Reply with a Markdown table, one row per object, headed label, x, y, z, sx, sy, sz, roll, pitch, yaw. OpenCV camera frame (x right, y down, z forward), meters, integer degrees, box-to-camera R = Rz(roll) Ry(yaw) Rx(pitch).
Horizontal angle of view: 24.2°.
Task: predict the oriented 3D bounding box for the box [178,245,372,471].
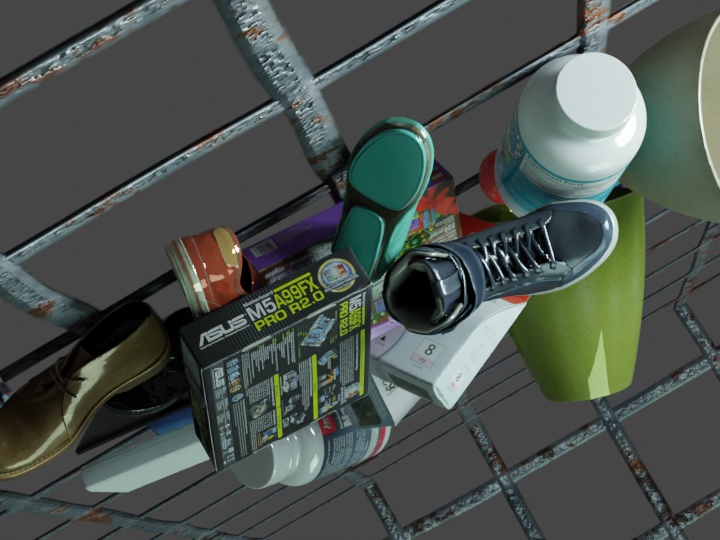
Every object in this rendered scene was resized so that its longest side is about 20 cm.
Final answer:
| label | x | y | z | sx | sy | sz | roll | pitch | yaw |
| --- | --- | --- | --- | --- | --- | --- | --- | --- | --- |
| box | -0.068 | 0.079 | 1.427 | 0.159 | 0.044 | 0.201 | -27 | 153 | -15 |

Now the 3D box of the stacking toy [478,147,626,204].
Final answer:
| label | x | y | z | sx | sy | sz | roll | pitch | yaw |
| --- | --- | --- | --- | --- | --- | --- | --- | --- | --- |
| stacking toy | 0.199 | -0.107 | 1.627 | 0.199 | 0.086 | 0.085 | -14 | 161 | -33 |

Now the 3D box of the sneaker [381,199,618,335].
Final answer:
| label | x | y | z | sx | sy | sz | roll | pitch | yaw |
| --- | --- | --- | --- | --- | --- | --- | --- | --- | --- |
| sneaker | 0.114 | -0.003 | 1.413 | 0.201 | 0.078 | 0.146 | -19 | 180 | 18 |

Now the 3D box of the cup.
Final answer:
| label | x | y | z | sx | sy | sz | roll | pitch | yaw |
| --- | --- | --- | --- | --- | --- | --- | --- | --- | --- |
| cup | 0.306 | -0.135 | 1.552 | 0.142 | 0.202 | 0.199 | -5 | -172 | 43 |

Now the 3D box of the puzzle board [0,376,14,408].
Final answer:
| label | x | y | z | sx | sy | sz | roll | pitch | yaw |
| --- | --- | --- | --- | --- | --- | --- | --- | --- | --- |
| puzzle board | -0.364 | 0.120 | 1.369 | 0.150 | 0.017 | 0.200 | -28 | 167 | -9 |

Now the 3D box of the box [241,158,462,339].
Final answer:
| label | x | y | z | sx | sy | sz | roll | pitch | yaw |
| --- | --- | --- | --- | --- | --- | --- | --- | --- | --- |
| box | 0.000 | 0.000 | 1.511 | 0.199 | 0.039 | 0.138 | -27 | 133 | -16 |

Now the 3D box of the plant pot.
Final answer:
| label | x | y | z | sx | sy | sz | roll | pitch | yaw |
| --- | --- | --- | --- | --- | --- | --- | --- | --- | --- |
| plant pot | 0.217 | 0.026 | 1.735 | 0.185 | 0.202 | 0.187 | -12 | -171 | 2 |

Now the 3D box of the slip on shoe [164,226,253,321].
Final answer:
| label | x | y | z | sx | sy | sz | roll | pitch | yaw |
| --- | --- | --- | --- | --- | --- | --- | --- | --- | --- |
| slip on shoe | -0.116 | 0.016 | 1.397 | 0.061 | 0.074 | 0.200 | -24 | 162 | -6 |

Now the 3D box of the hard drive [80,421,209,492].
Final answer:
| label | x | y | z | sx | sy | sz | roll | pitch | yaw |
| --- | --- | --- | --- | --- | --- | --- | --- | --- | --- |
| hard drive | -0.159 | 0.168 | 1.633 | 0.199 | 0.027 | 0.132 | -23 | 169 | 6 |

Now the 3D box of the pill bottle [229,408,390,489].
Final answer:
| label | x | y | z | sx | sy | sz | roll | pitch | yaw |
| --- | --- | --- | --- | --- | --- | --- | --- | --- | --- |
| pill bottle | -0.067 | 0.201 | 2.095 | 0.199 | 0.120 | 0.120 | -17 | 162 | -46 |

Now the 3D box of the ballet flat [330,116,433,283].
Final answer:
| label | x | y | z | sx | sy | sz | roll | pitch | yaw |
| --- | --- | --- | --- | --- | --- | --- | --- | --- | --- |
| ballet flat | 0.022 | -0.070 | 1.383 | 0.071 | 0.067 | 0.201 | -57 | 172 | -41 |

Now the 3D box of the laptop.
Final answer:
| label | x | y | z | sx | sy | sz | roll | pitch | yaw |
| --- | --- | --- | --- | --- | --- | --- | --- | --- | --- |
| laptop | -0.145 | 0.138 | 1.614 | 0.186 | 0.116 | 0.200 | -24 | -163 | 15 |

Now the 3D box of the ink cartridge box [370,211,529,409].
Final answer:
| label | x | y | z | sx | sy | sz | roll | pitch | yaw |
| --- | --- | --- | --- | --- | --- | --- | --- | --- | --- |
| ink cartridge box | 0.073 | 0.020 | 1.600 | 0.201 | 0.162 | 0.057 | -54 | 138 | -16 |

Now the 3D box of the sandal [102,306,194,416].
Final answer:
| label | x | y | z | sx | sy | sz | roll | pitch | yaw |
| --- | --- | --- | --- | --- | --- | --- | --- | --- | --- |
| sandal | -0.153 | 0.059 | 1.508 | 0.200 | 0.075 | 0.048 | -32 | 151 | -27 |

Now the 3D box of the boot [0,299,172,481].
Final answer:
| label | x | y | z | sx | sy | sz | roll | pitch | yaw |
| --- | --- | --- | --- | --- | --- | --- | --- | --- | --- |
| boot | -0.249 | 0.095 | 1.414 | 0.200 | 0.074 | 0.076 | -40 | 158 | -17 |

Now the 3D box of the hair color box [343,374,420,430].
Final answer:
| label | x | y | z | sx | sy | sz | roll | pitch | yaw |
| --- | --- | --- | --- | --- | --- | --- | --- | --- | --- |
| hair color box | 0.046 | 0.068 | 1.733 | 0.060 | 0.100 | 0.200 | -12 | -159 | 40 |

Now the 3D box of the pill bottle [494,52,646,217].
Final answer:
| label | x | y | z | sx | sy | sz | roll | pitch | yaw |
| --- | --- | --- | --- | --- | --- | --- | --- | --- | --- |
| pill bottle | 0.184 | -0.117 | 1.462 | 0.110 | 0.111 | 0.200 | -27 | 167 | -13 |
